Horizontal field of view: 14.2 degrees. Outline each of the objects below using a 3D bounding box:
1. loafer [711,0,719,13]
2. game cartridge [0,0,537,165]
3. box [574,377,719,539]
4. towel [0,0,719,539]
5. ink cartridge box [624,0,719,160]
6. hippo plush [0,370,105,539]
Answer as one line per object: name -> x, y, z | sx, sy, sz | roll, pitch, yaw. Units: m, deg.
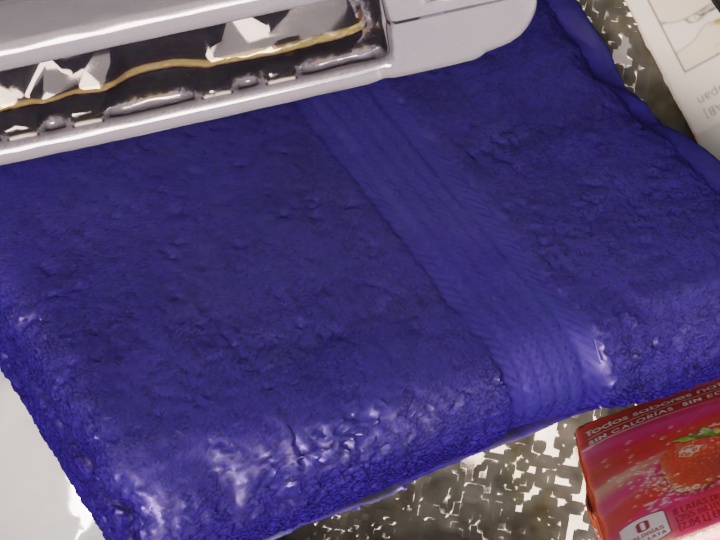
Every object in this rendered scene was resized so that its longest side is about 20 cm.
loafer -> 0.136, -0.068, 0.768 | 0.070, 0.068, 0.201 | -31, 105, 14
game cartridge -> -0.063, -0.081, 0.761 | 0.200, 0.133, 0.041 | -12, 127, -2
box -> 0.165, 0.065, 0.736 | 0.200, 0.095, 0.100 | -21, 107, 4
towel -> 0.000, 0.000, 0.741 | 0.200, 0.050, 0.148 | -17, 47, -25
ink cartridge box -> 0.120, -0.150, 0.802 | 0.163, 0.057, 0.200 | -28, 112, 4
hippo plush -> -0.055, 0.091, 0.785 | 0.200, 0.159, 0.161 | -18, 62, -9
